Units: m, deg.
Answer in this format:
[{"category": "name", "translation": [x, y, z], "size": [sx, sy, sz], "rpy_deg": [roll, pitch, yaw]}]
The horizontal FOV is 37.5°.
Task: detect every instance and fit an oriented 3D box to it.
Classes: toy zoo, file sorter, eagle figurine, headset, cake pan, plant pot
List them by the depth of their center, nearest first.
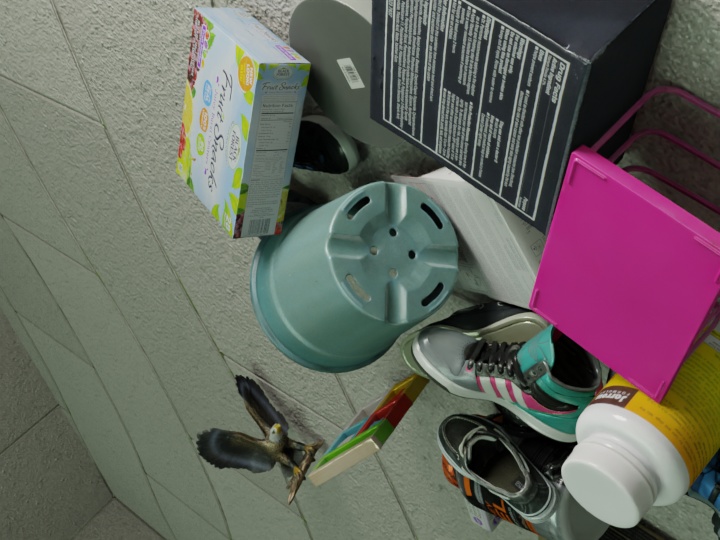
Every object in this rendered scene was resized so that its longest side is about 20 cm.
[{"category": "file sorter", "translation": [0.242, -0.023, 0.855], "size": [0.139, 0.125, 0.201], "rpy_deg": [37, 151, 22]}, {"category": "cake pan", "translation": [0.001, -0.206, 1.070], "size": [0.200, 0.037, 0.201], "rpy_deg": [36, 150, 24]}, {"category": "plant pot", "translation": [0.000, 0.000, 1.152], "size": [0.200, 0.200, 0.196], "rpy_deg": [50, 156, -4]}, {"category": "headset", "translation": [0.184, 0.146, 1.194], "size": [0.200, 0.094, 0.124], "rpy_deg": [46, 151, 35]}, {"category": "toy zoo", "translation": [0.019, 0.202, 1.425], "size": [0.020, 0.200, 0.131], "rpy_deg": [50, 127, -4]}, {"category": "eagle figurine", "translation": [-0.171, 0.296, 1.886], "size": [0.199, 0.152, 0.152], "rpy_deg": [27, 113, 6]}]

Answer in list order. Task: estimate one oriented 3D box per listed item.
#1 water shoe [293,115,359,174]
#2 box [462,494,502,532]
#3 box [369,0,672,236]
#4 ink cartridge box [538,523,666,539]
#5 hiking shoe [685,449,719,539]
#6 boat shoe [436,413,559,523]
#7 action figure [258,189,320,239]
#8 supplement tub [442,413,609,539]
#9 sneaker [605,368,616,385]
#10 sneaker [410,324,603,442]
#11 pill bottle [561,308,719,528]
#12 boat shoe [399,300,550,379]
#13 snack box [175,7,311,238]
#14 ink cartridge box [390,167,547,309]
[{"category": "water shoe", "translation": [-0.084, -0.137, 1.241], "size": [0.199, 0.079, 0.072], "rpy_deg": [18, 141, 46]}, {"category": "box", "translation": [0.161, 0.285, 1.481], "size": [0.041, 0.039, 0.201], "rpy_deg": [24, 145, 41]}, {"category": "box", "translation": [0.119, -0.170, 0.845], "size": [0.198, 0.123, 0.200], "rpy_deg": [38, 153, 22]}, {"category": "ink cartridge box", "translation": [0.310, 0.379, 1.343], "size": [0.164, 0.075, 0.201], "rpy_deg": [31, 150, 33]}, {"category": "hiking shoe", "translation": [0.368, 0.206, 1.047], "size": [0.200, 0.075, 0.087], "rpy_deg": [46, 147, -18]}, {"category": "boat shoe", "translation": [0.146, 0.207, 1.201], "size": [0.071, 0.072, 0.200], "rpy_deg": [48, 169, -36]}, {"category": "action figure", "translation": [-0.104, -0.084, 1.324], "size": [0.193, 0.105, 0.200], "rpy_deg": [38, 177, 9]}, {"category": "supplement tub", "translation": [0.200, 0.245, 1.277], "size": [0.199, 0.122, 0.123], "rpy_deg": [14, 138, 49]}, {"category": "sneaker", "translation": [0.290, 0.151, 1.095], "size": [0.084, 0.075, 0.201], "rpy_deg": [11, 137, 16]}, {"category": "sneaker", "translation": [0.155, 0.087, 1.051], "size": [0.199, 0.084, 0.121], "rpy_deg": [25, 137, 2]}, {"category": "pill bottle", "translation": [0.266, 0.129, 0.937], "size": [0.109, 0.200, 0.110], "rpy_deg": [35, 150, 23]}, {"category": "boat shoe", "translation": [0.134, 0.070, 1.162], "size": [0.199, 0.066, 0.075], "rpy_deg": [-21, 104, 41]}, {"category": "snack box", "translation": [-0.133, -0.163, 1.156], "size": [0.169, 0.067, 0.201], "rpy_deg": [46, 134, 44]}, {"category": "ink cartridge box", "translation": [0.129, -0.042, 1.105], "size": [0.161, 0.050, 0.200], "rpy_deg": [58, 165, -20]}]
